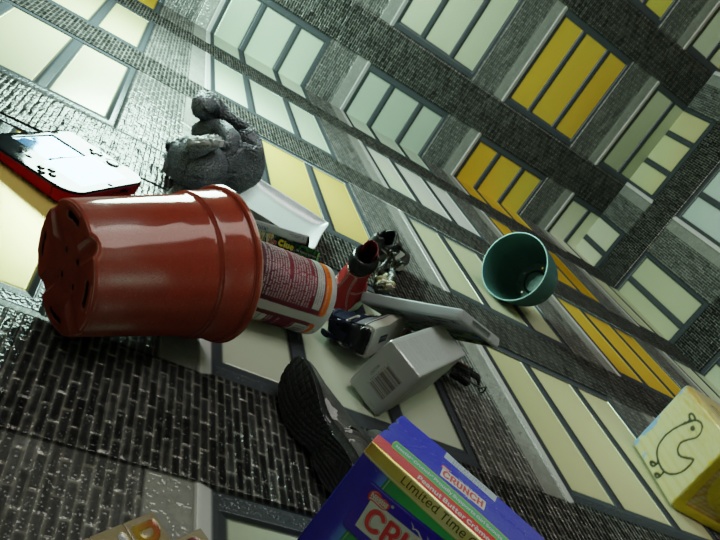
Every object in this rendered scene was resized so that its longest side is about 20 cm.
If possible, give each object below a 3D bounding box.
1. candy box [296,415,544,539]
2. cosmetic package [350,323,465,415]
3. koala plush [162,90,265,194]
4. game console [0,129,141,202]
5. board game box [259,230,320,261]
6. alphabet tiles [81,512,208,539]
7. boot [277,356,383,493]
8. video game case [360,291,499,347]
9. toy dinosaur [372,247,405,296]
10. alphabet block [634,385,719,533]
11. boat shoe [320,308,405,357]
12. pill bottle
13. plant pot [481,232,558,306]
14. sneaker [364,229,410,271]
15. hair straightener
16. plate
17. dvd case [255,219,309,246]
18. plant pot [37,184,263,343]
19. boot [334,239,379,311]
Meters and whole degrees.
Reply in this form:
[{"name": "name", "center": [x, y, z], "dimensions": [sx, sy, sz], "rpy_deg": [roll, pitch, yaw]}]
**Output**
[{"name": "candy box", "center": [0.035, 0.259, 0.568], "dimensions": [0.169, 0.201, 0.077], "rpy_deg": [39, 20, 14]}, {"name": "cosmetic package", "center": [0.079, 0.151, 1.032], "dimensions": [0.074, 0.102, 0.200], "rpy_deg": [51, 23, 15]}, {"name": "koala plush", "center": [-0.275, -0.199, 1.172], "dimensions": [0.183, 0.178, 0.200], "rpy_deg": [32, 22, -4]}, {"name": "game console", "center": [-0.458, -0.168, 1.024], "dimensions": [0.176, 0.031, 0.200], "rpy_deg": [37, 19, 4]}, {"name": "board game box", "center": [-0.161, -0.046, 1.095], "dimensions": [0.104, 0.024, 0.199], "rpy_deg": [18, -4, -36]}, {"name": "alphabet tiles", "center": [-0.168, 0.272, 0.503], "dimensions": [0.166, 0.006, 0.199], "rpy_deg": [43, 21, 24]}, {"name": "boot", "center": [-0.021, 0.204, 0.835], "dimensions": [0.131, 0.070, 0.201], "rpy_deg": [23, 29, -47]}, {"name": "video game case", "center": [0.125, 0.088, 1.166], "dimensions": [0.199, 0.022, 0.182], "rpy_deg": [8, -16, 34]}, {"name": "toy dinosaur", "center": [0.047, 0.010, 1.230], "dimensions": [0.047, 0.089, 0.200], "rpy_deg": [26, -5, 2]}, {"name": "alphabet block", "center": [0.746, 0.406, 1.393], "dimensions": [0.195, 0.196, 0.200], "rpy_deg": [28, 19, -12]}, {"name": "boat shoe", "center": [0.007, 0.095, 1.109], "dimensions": [0.092, 0.075, 0.200], "rpy_deg": [23, 4, 20]}, {"name": "pill bottle", "center": [-0.144, 0.017, 0.974], "dimensions": [0.199, 0.115, 0.114], "rpy_deg": [21, 23, -34]}, {"name": "plant pot", "center": [0.472, 0.014, 1.876], "dimensions": [0.161, 0.201, 0.201], "rpy_deg": [28, 18, -47]}, {"name": "sneaker", "center": [0.071, -0.050, 1.512], "dimensions": [0.066, 0.091, 0.199], "rpy_deg": [45, 22, 27]}, {"name": "hair straightener", "center": [0.154, 0.181, 1.203], "dimensions": [0.199, 0.041, 0.077], "rpy_deg": [34, 19, -16]}, {"name": "plate", "center": [-0.169, -0.115, 1.364], "dimensions": [0.199, 0.032, 0.200], "rpy_deg": [32, 20, -5]}, {"name": "dvd case", "center": [-0.182, -0.073, 1.108], "dimensions": [0.198, 0.018, 0.143], "rpy_deg": [16, -3, -4]}, {"name": "plant pot", "center": [-0.252, -0.005, 0.766], "dimensions": [0.194, 0.202, 0.201], "rpy_deg": [-2, 40, -47]}, {"name": "boot", "center": [0.000, 0.000, 1.203], "dimensions": [0.072, 0.145, 0.200], "rpy_deg": [33, 18, 2]}]
